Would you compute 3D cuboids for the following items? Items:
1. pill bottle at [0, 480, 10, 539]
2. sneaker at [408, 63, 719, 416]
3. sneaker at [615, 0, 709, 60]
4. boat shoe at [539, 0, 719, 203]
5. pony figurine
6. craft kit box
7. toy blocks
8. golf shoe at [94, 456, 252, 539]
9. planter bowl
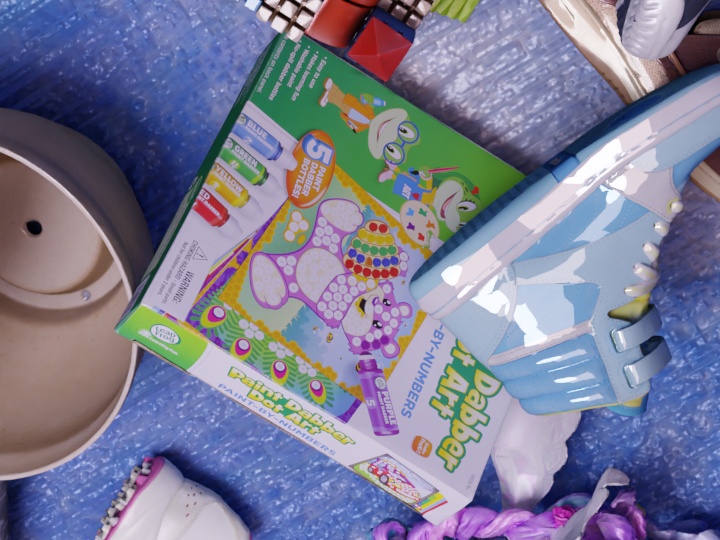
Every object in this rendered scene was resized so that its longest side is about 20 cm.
[{"bbox_3d":[-0.260,0.181,1.326,0.114,0.114,0.200,4,111,4],"label":"pill bottle"},{"bbox_3d":[0.138,-0.005,1.153,0.200,0.080,0.131,-37,94,11],"label":"sneaker"},{"bbox_3d":[0.221,-0.177,1.148,0.129,0.079,0.199,27,80,-9],"label":"sneaker"},{"bbox_3d":[0.173,-0.110,1.201,0.072,0.072,0.200,-39,96,19],"label":"boat shoe"},{"bbox_3d":[0.112,0.154,1.274,0.200,0.167,0.193,24,119,-20],"label":"pony figurine"},{"bbox_3d":[0.000,0.000,1.190,0.197,0.200,0.049,33,145,-13],"label":"craft kit box"},{"bbox_3d":[-0.033,-0.164,1.164,0.200,0.137,0.100,32,110,-7],"label":"toy blocks"},{"bbox_3d":[-0.136,0.208,1.347,0.091,0.075,0.200,28,112,-8],"label":"golf shoe"},{"bbox_3d":[-0.196,-0.005,1.234,0.200,0.135,0.201,5,114,12],"label":"planter bowl"}]
